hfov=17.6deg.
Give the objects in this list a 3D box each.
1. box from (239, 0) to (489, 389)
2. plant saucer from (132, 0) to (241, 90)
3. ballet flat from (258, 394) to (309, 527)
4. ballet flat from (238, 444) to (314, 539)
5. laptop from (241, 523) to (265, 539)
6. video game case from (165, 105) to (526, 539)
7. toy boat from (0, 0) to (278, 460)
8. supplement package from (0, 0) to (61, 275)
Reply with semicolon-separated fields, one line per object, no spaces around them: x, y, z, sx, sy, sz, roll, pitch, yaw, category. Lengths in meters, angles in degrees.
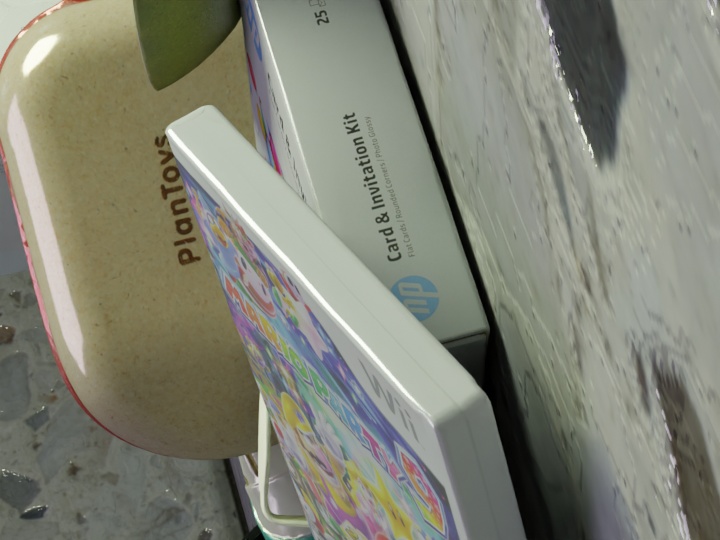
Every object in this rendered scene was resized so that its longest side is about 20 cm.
0.000;0.000;0.763;0.200;0.041;0.156;91;164;-64;box
-0.055;-0.160;0.765;0.200;0.031;0.200;-1;-90;-89;plant saucer
-0.003;0.101;0.899;0.069;0.069;0.200;-150;46;-82;ballet flat
-0.034;0.064;1.028;0.070;0.067;0.200;35;-148;-51;ballet flat
-0.053;0.143;1.238;0.116;0.200;0.187;28;146;30;laptop
0.009;0.064;0.654;0.143;0.018;0.200;47;161;43;video game case
-0.071;-0.022;0.973;0.131;0.130;0.200;-87;-17;-87;toy boat
-0.192;-0.120;1.523;0.200;0.191;0.147;89;167;-62;supplement package
